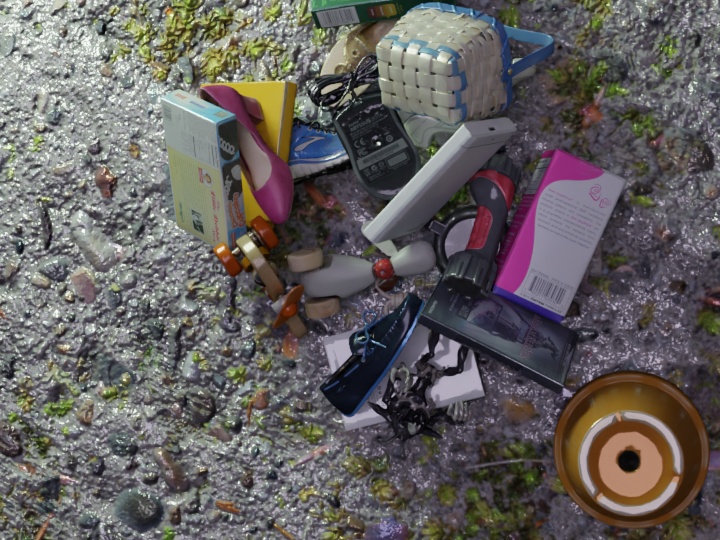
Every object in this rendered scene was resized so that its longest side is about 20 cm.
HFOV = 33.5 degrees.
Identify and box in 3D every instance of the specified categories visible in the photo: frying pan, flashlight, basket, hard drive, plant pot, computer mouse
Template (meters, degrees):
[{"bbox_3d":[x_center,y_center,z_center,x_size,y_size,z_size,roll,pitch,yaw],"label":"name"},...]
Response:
[{"bbox_3d":[0.129,-0.061,1.631,0.115,0.031,0.190,-40,83,8],"label":"frying pan"},{"bbox_3d":[0.155,-0.059,1.556,0.067,0.068,0.201,-6,48,39],"label":"flashlight"},{"bbox_3d":[0.123,-0.270,1.516,0.176,0.200,0.140,22,137,38],"label":"basket"},{"bbox_3d":[0.102,-0.115,1.530,0.200,0.132,0.027,-46,76,30],"label":"hard drive"},{"bbox_3d":[0.337,0.229,1.491,0.199,0.183,0.202,-1,87,12],"label":"plant pot"},{"bbox_3d":[0.023,-0.180,1.582,0.138,0.053,0.201,-21,74,4],"label":"computer mouse"},{"bbox_3d":[0.059,0.131,1.638,0.199,0.026,0.133,-16,85,11],"label":"hard drive"}]

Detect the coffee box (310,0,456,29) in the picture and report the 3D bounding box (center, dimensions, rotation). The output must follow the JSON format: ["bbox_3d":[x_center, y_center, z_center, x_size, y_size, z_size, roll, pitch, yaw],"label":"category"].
[{"bbox_3d":[0.032,-0.397,1.632,0.198,0.044,0.124,-7,57,12],"label":"coffee box"}]

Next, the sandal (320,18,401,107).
[{"bbox_3d":[0.012,-0.317,1.644,0.212,0.070,0.078,-44,80,8],"label":"sandal"}]

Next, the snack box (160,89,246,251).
[{"bbox_3d":[-0.207,-0.128,1.593,0.116,0.037,0.201,28,133,36],"label":"snack box"}]

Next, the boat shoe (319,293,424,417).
[{"bbox_3d":[0.010,0.108,1.573,0.068,0.084,0.201,34,109,0],"label":"boat shoe"}]

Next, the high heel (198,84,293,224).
[{"bbox_3d":[-0.151,-0.153,1.563,0.067,0.096,0.201,-28,68,35],"label":"high heel"}]

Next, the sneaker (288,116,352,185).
[{"bbox_3d":[-0.060,-0.176,1.651,0.199,0.079,0.090,-14,87,12],"label":"sneaker"}]

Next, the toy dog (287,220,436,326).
[{"bbox_3d":[0.000,0.000,1.629,0.198,0.096,0.133,7,108,1],"label":"toy dog"}]

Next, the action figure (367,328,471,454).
[{"bbox_3d":[0.086,0.152,1.564,0.118,0.102,0.201,25,91,-10],"label":"action figure"}]

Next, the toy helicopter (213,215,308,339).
[{"bbox_3d":[-0.108,0.031,1.598,0.079,0.200,0.132,-36,49,-8],"label":"toy helicopter"}]

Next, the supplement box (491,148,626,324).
[{"bbox_3d":[0.250,-0.047,1.554,0.101,0.103,0.201,24,94,-2],"label":"supplement box"}]

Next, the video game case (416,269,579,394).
[{"bbox_3d":[0.181,0.075,1.547,0.199,0.143,0.019,26,120,6],"label":"video game case"}]

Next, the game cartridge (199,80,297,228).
[{"bbox_3d":[-0.166,-0.160,1.662,0.175,0.032,0.202,6,91,41],"label":"game cartridge"}]

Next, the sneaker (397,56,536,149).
[{"bbox_3d":[0.148,-0.229,1.616,0.199,0.075,0.082,-22,95,15],"label":"sneaker"}]
